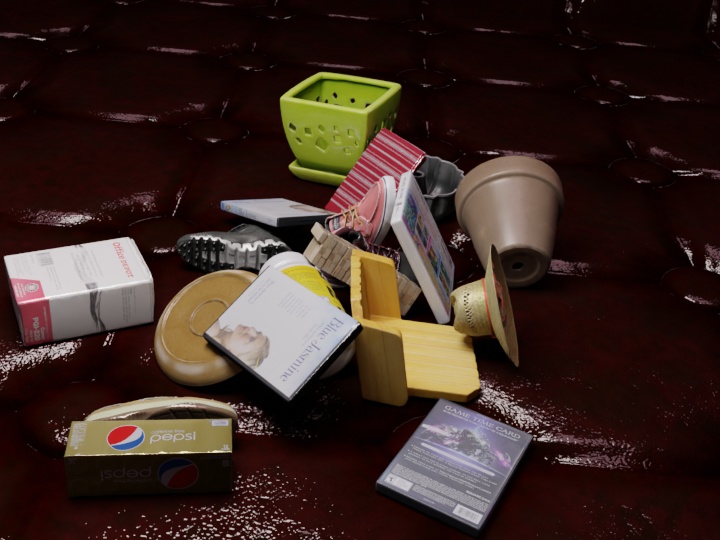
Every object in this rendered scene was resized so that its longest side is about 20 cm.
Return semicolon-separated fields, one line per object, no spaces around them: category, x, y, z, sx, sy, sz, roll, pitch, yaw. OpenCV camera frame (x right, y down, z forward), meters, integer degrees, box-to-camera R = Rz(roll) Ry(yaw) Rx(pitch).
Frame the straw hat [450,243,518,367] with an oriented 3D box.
straw hat;0.179;0.058;1.377;0.084;0.203;0.202;-12;28;13

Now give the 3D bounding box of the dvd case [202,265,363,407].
dvd case;-0.109;0.084;1.237;0.199;0.018;0.143;30;68;38

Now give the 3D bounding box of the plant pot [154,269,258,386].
plant pot;-0.216;0.074;1.321;0.197;0.028;0.202;-12;49;15

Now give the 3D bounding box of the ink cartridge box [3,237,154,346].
ink cartridge box;-0.431;0.028;1.399;0.198;0.086;0.146;-12;35;-23

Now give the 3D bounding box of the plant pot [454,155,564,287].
plant pot;0.267;-0.070;1.602;0.197;0.202;0.176;4;49;-2

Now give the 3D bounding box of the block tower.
block tower;0.000;0.000;1.449;0.199;0.058;0.054;32;7;-24

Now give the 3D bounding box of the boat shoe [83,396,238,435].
boat shoe;-0.259;0.190;1.181;0.197;0.073;0.076;0;19;-9

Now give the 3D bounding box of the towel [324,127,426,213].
towel;0.026;-0.163;1.716;0.022;0.201;0.144;34;3;-46

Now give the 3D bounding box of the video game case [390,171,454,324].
video game case;0.106;-0.040;1.503;0.023;0.202;0.183;-18;25;19

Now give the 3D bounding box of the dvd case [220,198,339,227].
dvd case;-0.145;-0.107;1.648;0.141;0.018;0.199;-7;16;-38

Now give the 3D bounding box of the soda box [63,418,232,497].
soda box;-0.256;0.228;1.112;0.197;0.069;0.064;1;31;-8

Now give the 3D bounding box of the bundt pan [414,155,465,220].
bundt pan;0.108;-0.159;1.800;0.199;0.077;0.203;3;31;-2

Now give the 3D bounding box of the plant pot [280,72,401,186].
plant pot;-0.038;-0.285;1.877;0.197;0.184;0.199;12;30;20

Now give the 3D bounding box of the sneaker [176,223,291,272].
sneaker;-0.218;-0.041;1.572;0.197;0.067;0.091;3;28;-12

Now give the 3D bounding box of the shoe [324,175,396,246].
shoe;-0.005;-0.082;1.538;0.090;0.201;0.072;3;51;-16

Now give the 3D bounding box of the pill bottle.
pill bottle;-0.087;0.062;1.368;0.113;0.116;0.201;-6;33;-19

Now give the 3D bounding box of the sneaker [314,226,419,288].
sneaker;0.022;-0.022;1.509;0.197;0.116;0.076;-2;53;-4

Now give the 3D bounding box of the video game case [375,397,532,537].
video game case;0.127;0.250;1.186;0.141;0.019;0.200;20;33;22

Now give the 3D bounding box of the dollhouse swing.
dollhouse swing;0.080;0.079;1.334;0.173;0.184;0.201;-5;30;3
